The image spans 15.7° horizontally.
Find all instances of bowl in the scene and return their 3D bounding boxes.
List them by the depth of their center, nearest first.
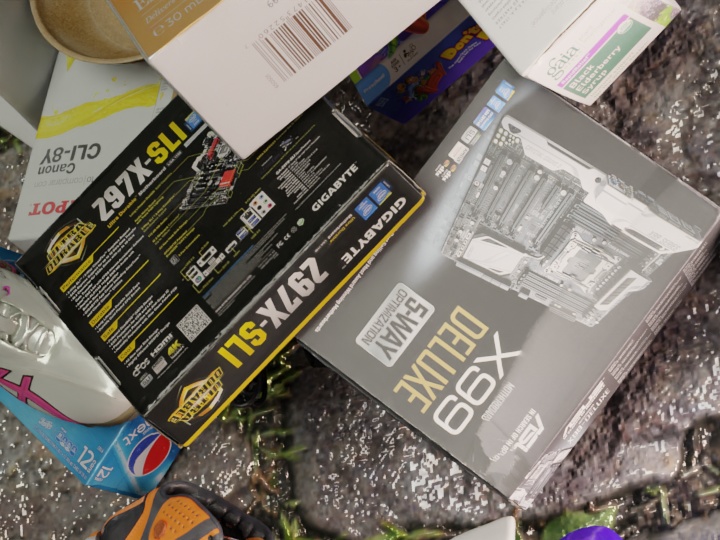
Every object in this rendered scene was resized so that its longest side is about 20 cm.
[{"bbox_3d":[-0.259,-0.167,1.711,0.200,0.200,0.075,31,79,36],"label":"bowl"}]

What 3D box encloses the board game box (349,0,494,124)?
[{"bbox_3d":[0.059,-0.205,1.583,0.200,0.045,0.135,-41,58,20],"label":"board game box"}]

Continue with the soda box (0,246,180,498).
[{"bbox_3d":[-0.195,0.062,1.679,0.200,0.064,0.068,40,101,35],"label":"soda box"}]

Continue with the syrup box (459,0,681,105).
[{"bbox_3d":[0.084,-0.193,1.484,0.079,0.081,0.200,-47,61,17],"label":"syrup box"}]

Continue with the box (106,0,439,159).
[{"bbox_3d":[-0.074,-0.192,1.479,0.152,0.106,0.200,-39,49,4],"label":"box"}]

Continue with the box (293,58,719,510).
[{"bbox_3d":[0.086,0.008,1.457,0.158,0.050,0.200,37,88,20],"label":"box"}]

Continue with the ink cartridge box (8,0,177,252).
[{"bbox_3d":[-0.121,-0.093,1.633,0.145,0.083,0.200,-3,64,33],"label":"ink cartridge box"}]

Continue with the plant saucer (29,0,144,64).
[{"bbox_3d":[-0.113,-0.204,1.610,0.200,0.035,0.200,-18,53,25],"label":"plant saucer"}]

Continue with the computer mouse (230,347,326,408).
[{"bbox_3d":[0.000,0.000,1.576,0.200,0.046,0.141,-25,52,27],"label":"computer mouse"}]

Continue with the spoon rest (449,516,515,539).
[{"bbox_3d":[0.106,0.221,1.359,0.099,0.200,0.061,-25,27,18],"label":"spoon rest"}]

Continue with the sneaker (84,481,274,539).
[{"bbox_3d":[-0.096,0.211,1.561,0.112,0.078,0.200,-39,59,22],"label":"sneaker"}]

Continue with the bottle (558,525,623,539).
[{"bbox_3d":[0.073,0.220,1.440,0.200,0.065,0.084,-34,91,23],"label":"bottle"}]

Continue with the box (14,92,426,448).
[{"bbox_3d":[-0.082,-0.022,1.483,0.200,0.049,0.160,-46,48,1],"label":"box"}]

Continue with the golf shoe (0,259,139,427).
[{"bbox_3d":[-0.212,0.040,1.600,0.200,0.092,0.073,24,90,36],"label":"golf shoe"}]
